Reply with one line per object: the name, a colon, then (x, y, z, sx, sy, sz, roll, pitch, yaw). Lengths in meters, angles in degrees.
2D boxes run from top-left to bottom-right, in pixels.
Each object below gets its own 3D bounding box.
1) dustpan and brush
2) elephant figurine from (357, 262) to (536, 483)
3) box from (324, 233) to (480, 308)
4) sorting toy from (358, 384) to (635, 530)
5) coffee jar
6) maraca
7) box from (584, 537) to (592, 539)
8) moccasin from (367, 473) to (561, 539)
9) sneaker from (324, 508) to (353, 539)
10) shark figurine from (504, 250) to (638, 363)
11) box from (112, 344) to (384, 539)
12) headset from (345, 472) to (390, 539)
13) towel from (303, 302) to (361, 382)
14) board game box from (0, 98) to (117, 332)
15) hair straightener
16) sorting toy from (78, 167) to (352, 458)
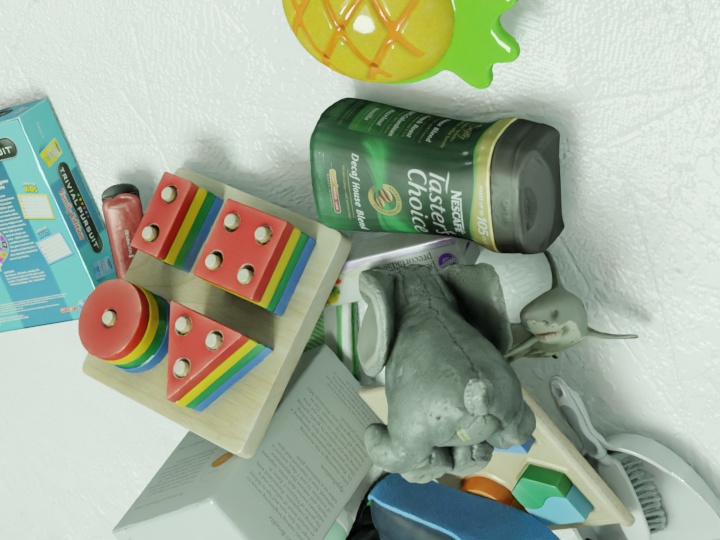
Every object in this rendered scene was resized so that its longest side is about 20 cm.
dustpan and brush: (0.207, 0.161, 1.616, 0.139, 0.057, 0.201, -14, 109, 38)
elephant figurine: (0.046, 0.048, 1.490, 0.155, 0.141, 0.201, -30, 62, 29)
box: (0.000, 0.000, 1.637, 0.199, 0.041, 0.039, -14, 114, 24)
sorting toy: (0.107, 0.157, 1.625, 0.185, 0.037, 0.200, 49, 149, -21)
coffee jar: (0.063, -0.074, 1.550, 0.199, 0.085, 0.105, 8, 121, 26)
maraca: (0.028, -0.200, 1.482, 0.199, 0.107, 0.138, 13, 130, 24)
box: (0.198, 0.350, 1.627, 0.132, 0.200, 0.115, 30, 131, -9)
moccasin: (0.097, 0.231, 1.640, 0.199, 0.080, 0.068, 27, 134, 35)
sneaker: (-0.090, 0.271, 1.796, 0.074, 0.118, 0.200, 39, 153, -10)
shark figurine: (0.136, 0.031, 1.591, 0.214, 0.127, 0.090, 155, 110, -64)
box: (-0.090, 0.181, 1.699, 0.152, 0.200, 0.106, -23, 113, 47)
headset: (0.038, 0.276, 1.763, 0.123, 0.094, 0.201, 44, 120, 49)
towel: (-0.093, 0.030, 1.745, 0.199, 0.023, 0.153, 12, 123, 25)
board game box: (-0.314, -0.047, 1.817, 0.150, 0.047, 0.201, -9, 112, 35)
hair straightener: (-0.194, 0.014, 1.777, 0.041, 0.077, 0.201, -17, 112, -3)
sorting toy: (-0.137, 0.024, 1.634, 0.199, 0.070, 0.200, 23, 86, 37)
